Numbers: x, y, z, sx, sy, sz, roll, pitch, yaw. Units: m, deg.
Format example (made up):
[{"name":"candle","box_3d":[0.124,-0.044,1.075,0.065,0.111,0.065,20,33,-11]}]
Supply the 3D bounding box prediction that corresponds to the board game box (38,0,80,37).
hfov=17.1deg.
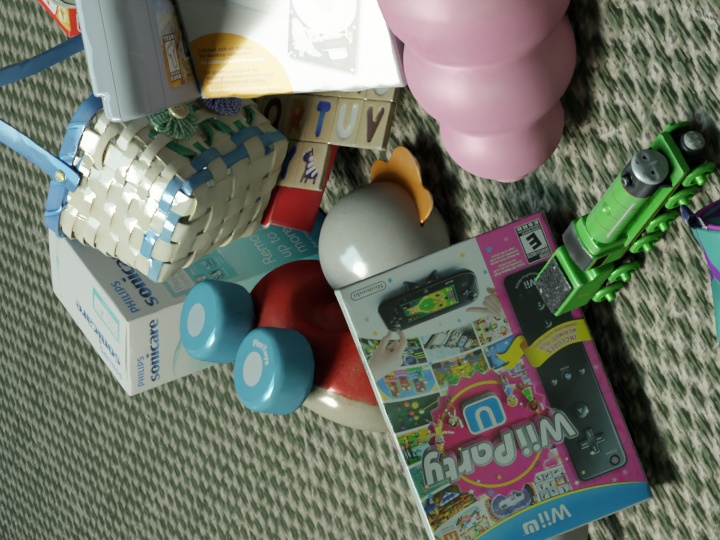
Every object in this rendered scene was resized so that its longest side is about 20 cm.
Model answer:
[{"name":"board game box","box_3d":[-0.211,-0.276,1.943,0.200,0.151,0.046,49,149,42]}]

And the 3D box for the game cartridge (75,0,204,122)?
[{"name":"game cartridge","box_3d":[-0.134,-0.173,1.555,0.200,0.041,0.134,-37,-58,-72]}]

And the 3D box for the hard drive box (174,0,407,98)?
[{"name":"hard drive box","box_3d":[-0.046,-0.217,1.519,0.155,0.077,0.201,-2,116,30]}]

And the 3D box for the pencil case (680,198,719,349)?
[{"name":"pencil case","box_3d":[0.236,0.049,1.301,0.092,0.085,0.201,-85,-19,-75]}]

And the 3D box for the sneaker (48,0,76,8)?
[{"name":"sneaker","box_3d":[-0.137,-0.232,1.734,0.082,0.199,0.078,-117,13,-60]}]

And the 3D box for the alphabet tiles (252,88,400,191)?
[{"name":"alphabet tiles","box_3d":[-0.029,-0.140,1.707,0.200,0.008,0.168,11,88,56]}]

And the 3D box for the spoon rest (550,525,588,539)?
[{"name":"spoon rest","box_3d":[0.122,0.189,1.622,0.061,0.099,0.200,81,169,-45]}]

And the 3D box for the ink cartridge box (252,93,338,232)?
[{"name":"ink cartridge box","box_3d":[-0.074,-0.102,1.827,0.200,0.067,0.117,30,104,57]}]

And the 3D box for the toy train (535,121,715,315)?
[{"name":"toy train","box_3d":[0.156,-0.028,1.453,0.042,0.056,0.200,62,156,17]}]

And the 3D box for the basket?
[{"name":"basket","box_3d":[-0.163,-0.097,1.707,0.200,0.176,0.139,32,126,19]}]

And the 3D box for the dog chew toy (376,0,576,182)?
[{"name":"dog chew toy","box_3d":[0.076,-0.142,1.466,0.125,0.124,0.200,41,151,48]}]

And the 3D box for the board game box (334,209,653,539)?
[{"name":"board game box","box_3d":[0.086,0.080,1.566,0.064,0.147,0.201,166,82,-86]}]

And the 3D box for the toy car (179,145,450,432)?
[{"name":"toy car","box_3d":[0.000,0.000,1.741,0.177,0.184,0.201,37,111,53]}]

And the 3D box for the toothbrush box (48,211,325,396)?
[{"name":"toothbrush box","box_3d":[-0.131,-0.003,1.926,0.146,0.199,0.085,50,150,40]}]
